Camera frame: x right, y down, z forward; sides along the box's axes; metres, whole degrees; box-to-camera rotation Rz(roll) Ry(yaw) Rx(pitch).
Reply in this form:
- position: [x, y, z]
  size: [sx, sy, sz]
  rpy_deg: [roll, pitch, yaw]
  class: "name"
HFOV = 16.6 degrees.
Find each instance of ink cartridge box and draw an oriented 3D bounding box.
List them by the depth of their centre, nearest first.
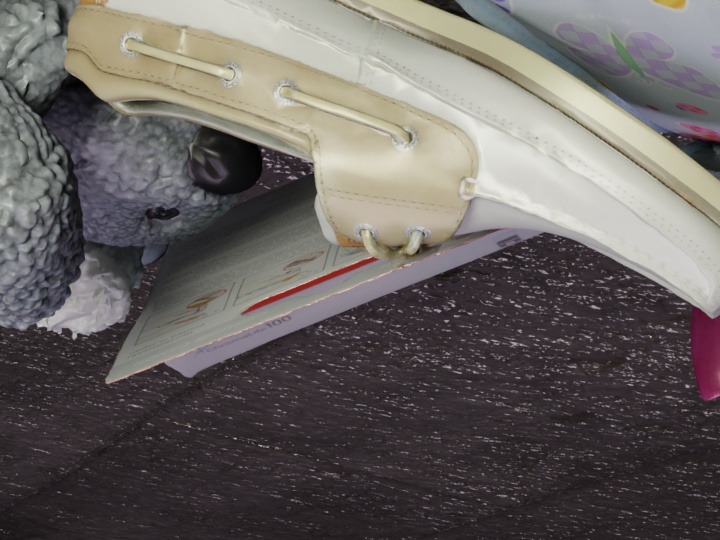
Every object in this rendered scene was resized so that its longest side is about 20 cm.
- position: [0.000, 0.000, 0.893]
  size: [0.162, 0.057, 0.200]
  rpy_deg: [-22, -162, 9]
  class: "ink cartridge box"

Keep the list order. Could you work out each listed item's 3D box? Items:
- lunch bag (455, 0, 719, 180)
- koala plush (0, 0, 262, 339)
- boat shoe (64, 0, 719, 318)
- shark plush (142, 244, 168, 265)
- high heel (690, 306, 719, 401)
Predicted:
- position: [0.146, -0.080, 0.661]
  size: [0.169, 0.127, 0.200]
  rpy_deg: [7, 168, 38]
  class: "lunch bag"
- position: [-0.097, -0.071, 0.815]
  size: [0.184, 0.178, 0.200]
  rpy_deg: [26, 175, 31]
  class: "koala plush"
- position: [0.014, -0.034, 0.658]
  size: [0.200, 0.068, 0.075]
  rpy_deg: [30, 177, 14]
  class: "boat shoe"
- position: [-0.133, -0.052, 0.926]
  size: [0.200, 0.091, 0.083]
  rpy_deg: [-8, 155, -46]
  class: "shark plush"
- position: [0.237, 0.025, 1.015]
  size: [0.200, 0.096, 0.067]
  rpy_deg: [13, 164, -3]
  class: "high heel"
